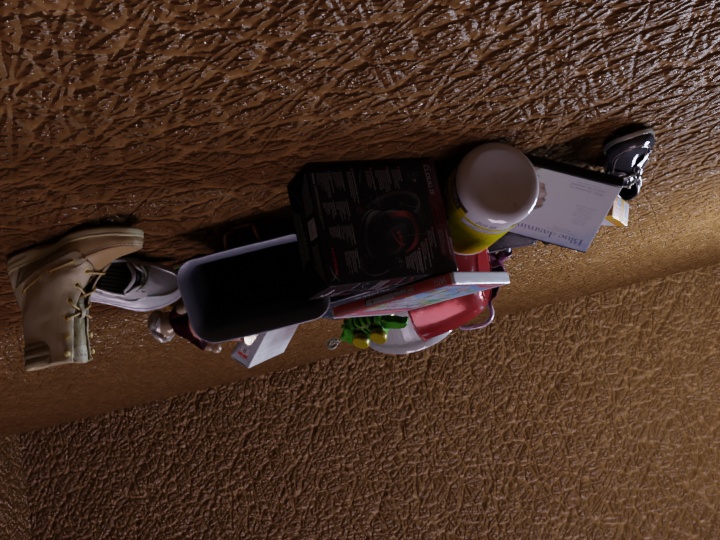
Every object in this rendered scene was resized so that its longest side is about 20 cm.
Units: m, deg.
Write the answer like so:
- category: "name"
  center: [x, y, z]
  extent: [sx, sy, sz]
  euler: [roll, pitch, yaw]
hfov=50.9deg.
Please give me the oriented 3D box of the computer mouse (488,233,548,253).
- category: "computer mouse"
  center: [0.256, -0.074, 1.310]
  extent: [0.198, 0.053, 0.139]
  euler: [-11, -161, 3]

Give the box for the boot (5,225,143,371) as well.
- category: "boot"
  center: [-0.346, 0.036, 0.939]
  extent: [0.199, 0.157, 0.073]
  euler: [-16, 168, 16]

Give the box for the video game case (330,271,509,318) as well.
- category: "video game case"
  center: [0.079, 0.033, 1.007]
  extent: [0.199, 0.018, 0.142]
  euler: [-18, 168, 38]

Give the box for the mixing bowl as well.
- category: "mixing bowl"
  center: [0.142, 0.004, 1.180]
  extent: [0.108, 0.202, 0.200]
  euler: [-7, 171, 21]

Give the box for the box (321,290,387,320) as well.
- category: "box"
  center: [0.000, 0.000, 1.254]
  extent: [0.195, 0.118, 0.200]
  euler: [-16, 169, 18]

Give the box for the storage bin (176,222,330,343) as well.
- category: "storage bin"
  center: [-0.147, -0.001, 1.091]
  extent: [0.198, 0.147, 0.134]
  euler: [-14, -164, 5]

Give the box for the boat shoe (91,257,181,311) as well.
- category: "boat shoe"
  center: [-0.332, 0.019, 1.078]
  extent: [0.199, 0.074, 0.067]
  euler: [-2, 167, -41]

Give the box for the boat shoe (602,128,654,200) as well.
- category: "boat shoe"
  center: [0.392, -0.150, 1.094]
  extent: [0.072, 0.063, 0.200]
  euler: [-16, 169, 11]

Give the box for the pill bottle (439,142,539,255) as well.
- category: "pill bottle"
  center: [0.155, -0.087, 1.021]
  extent: [0.108, 0.110, 0.200]
  euler: [-10, 168, -13]

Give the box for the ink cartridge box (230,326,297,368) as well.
- category: "ink cartridge box"
  center: [-0.144, 0.070, 1.370]
  extent: [0.050, 0.201, 0.162]
  euler: [29, -168, 13]

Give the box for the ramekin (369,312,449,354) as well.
- category: "ramekin"
  center: [0.086, 0.060, 1.466]
  extent: [0.199, 0.098, 0.201]
  euler: [-13, -149, 8]

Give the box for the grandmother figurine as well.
- category: "grandmother figurine"
  center: [-0.261, 0.090, 1.224]
  extent: [0.199, 0.122, 0.061]
  euler: [0, -144, 27]

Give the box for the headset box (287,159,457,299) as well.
- category: "headset box"
  center: [0.024, -0.053, 0.938]
  extent: [0.199, 0.150, 0.075]
  euler: [-7, 169, -27]

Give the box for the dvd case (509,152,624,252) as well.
- category: "dvd case"
  center: [0.281, -0.093, 1.095]
  extent: [0.142, 0.018, 0.200]
  euler: [15, 157, 8]

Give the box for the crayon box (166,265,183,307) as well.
- category: "crayon box"
  center: [-0.244, 0.024, 1.264]
  extent: [0.126, 0.051, 0.200]
  euler: [-18, 167, 28]

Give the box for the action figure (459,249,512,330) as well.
- category: "action figure"
  center: [0.241, -0.001, 1.433]
  extent: [0.133, 0.150, 0.200]
  euler: [-7, -157, 19]

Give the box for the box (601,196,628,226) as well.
- category: "box"
  center: [0.308, -0.099, 1.189]
  extent: [0.199, 0.042, 0.119]
  euler: [7, 180, 30]

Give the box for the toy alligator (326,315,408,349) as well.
- category: "toy alligator"
  center: [-0.005, 0.097, 1.305]
  extent: [0.199, 0.060, 0.054]
  euler: [-20, 126, 41]
